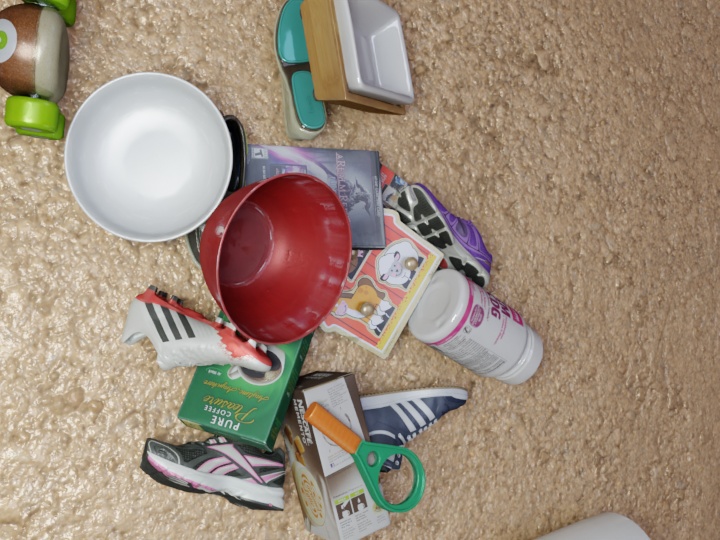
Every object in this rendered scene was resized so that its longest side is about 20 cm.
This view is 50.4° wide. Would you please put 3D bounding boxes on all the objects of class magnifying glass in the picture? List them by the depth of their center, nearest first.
[{"bbox_3d":[0.007,0.231,0.958,0.200,0.022,0.080,43,63,-23],"label":"magnifying glass"}]

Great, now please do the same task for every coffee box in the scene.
[{"bbox_3d":[-0.135,0.113,0.958,0.122,0.044,0.202,12,65,12],"label":"coffee box"},{"bbox_3d":[-0.041,0.240,1.003,0.079,0.114,0.202,-15,92,-30],"label":"coffee box"}]

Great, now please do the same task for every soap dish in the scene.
[{"bbox_3d":[-0.003,-0.299,1.063,0.200,0.080,0.159,-10,90,-64],"label":"soap dish"}]

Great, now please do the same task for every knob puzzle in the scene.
[{"bbox_3d":[0.000,0.000,1.074,0.217,0.030,0.223,-1,93,-14],"label":"knob puzzle"}]

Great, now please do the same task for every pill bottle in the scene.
[{"bbox_3d":[0.175,0.090,1.137,0.199,0.113,0.114,31,70,-32],"label":"pill bottle"}]

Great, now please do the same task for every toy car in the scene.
[{"bbox_3d":[-0.423,-0.243,0.832,0.198,0.158,0.166,6,92,-17],"label":"toy car"}]

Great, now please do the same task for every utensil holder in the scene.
[{"bbox_3d":[0.334,0.474,1.163,0.198,0.169,0.172,-8,88,-33],"label":"utensil holder"}]

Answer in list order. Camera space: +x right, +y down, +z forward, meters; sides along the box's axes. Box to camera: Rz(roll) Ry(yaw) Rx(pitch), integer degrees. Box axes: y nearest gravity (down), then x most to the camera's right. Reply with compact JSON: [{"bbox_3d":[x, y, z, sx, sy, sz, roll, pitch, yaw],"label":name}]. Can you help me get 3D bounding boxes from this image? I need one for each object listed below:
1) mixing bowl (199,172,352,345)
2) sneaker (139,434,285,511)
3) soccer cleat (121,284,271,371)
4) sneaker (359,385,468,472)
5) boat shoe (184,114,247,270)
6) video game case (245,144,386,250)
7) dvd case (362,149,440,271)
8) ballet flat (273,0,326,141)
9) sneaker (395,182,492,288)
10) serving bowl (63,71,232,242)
[{"bbox_3d":[-0.116,-0.023,0.913,0.199,0.108,0.203,-16,113,-41],"label":"mixing bowl"},{"bbox_3d":[-0.180,0.237,0.958,0.199,0.080,0.087,28,58,-31],"label":"sneaker"},{"bbox_3d":[-0.198,0.090,0.918,0.198,0.069,0.086,24,82,15],"label":"soccer cleat"},{"bbox_3d":[0.068,0.225,1.085,0.198,0.070,0.110,-2,75,-23],"label":"sneaker"},{"bbox_3d":[-0.185,-0.101,0.990,0.071,0.060,0.204,7,81,-27],"label":"boat shoe"},{"bbox_3d":[-0.065,-0.099,1.048,0.198,0.019,0.145,0,76,-16],"label":"video game case"},{"bbox_3d":[0.047,-0.064,1.141,0.199,0.022,0.147,32,70,-22],"label":"dvd case"},{"bbox_3d":[-0.089,-0.275,1.064,0.069,0.069,0.203,1,79,-29],"label":"ballet flat"},{"bbox_3d":[0.127,-0.058,1.145,0.200,0.080,0.084,48,48,-25],"label":"sneaker"},{"bbox_3d":[-0.252,-0.133,0.934,0.197,0.066,0.203,0,89,-5],"label":"serving bowl"}]
